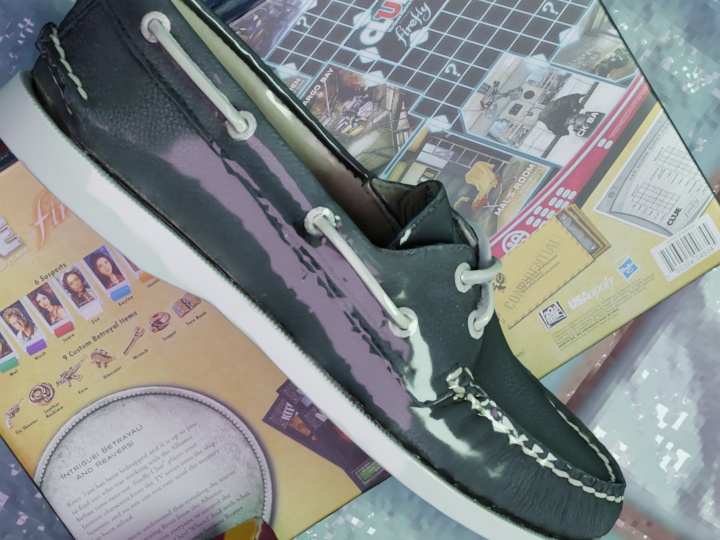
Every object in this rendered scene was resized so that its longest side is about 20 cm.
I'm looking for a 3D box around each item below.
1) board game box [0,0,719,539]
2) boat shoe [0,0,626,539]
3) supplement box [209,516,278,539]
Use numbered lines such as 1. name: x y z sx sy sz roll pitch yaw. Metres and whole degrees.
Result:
1. board game box: -0.014 -0.010 0.758 0.200 0.035 0.136 -32 109 0
2. boat shoe: 0.000 0.000 0.705 0.200 0.076 0.060 38 103 -18
3. supplement box: -0.092 0.164 0.733 0.200 0.110 0.086 -29 108 14
